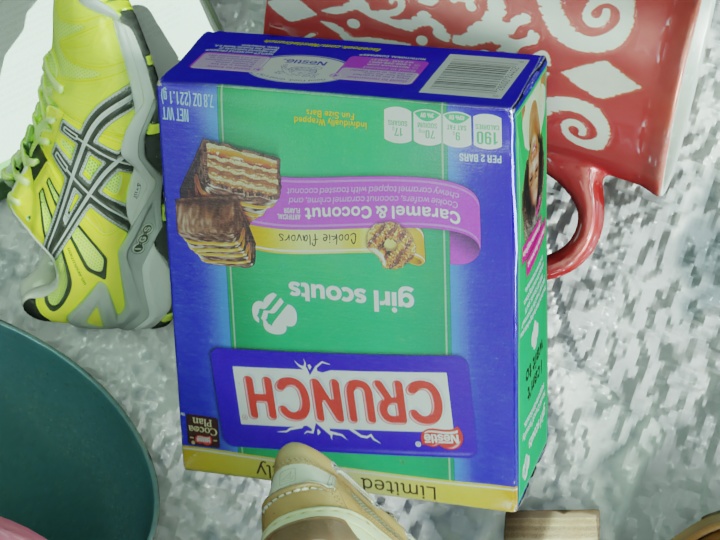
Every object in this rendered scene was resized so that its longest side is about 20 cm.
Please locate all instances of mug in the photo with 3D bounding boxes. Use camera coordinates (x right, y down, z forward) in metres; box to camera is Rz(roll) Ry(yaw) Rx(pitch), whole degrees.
[{"bbox_3d":[0.057,-0.105,1.284,0.199,0.134,0.178,15,63,9],"label":"mug"}]

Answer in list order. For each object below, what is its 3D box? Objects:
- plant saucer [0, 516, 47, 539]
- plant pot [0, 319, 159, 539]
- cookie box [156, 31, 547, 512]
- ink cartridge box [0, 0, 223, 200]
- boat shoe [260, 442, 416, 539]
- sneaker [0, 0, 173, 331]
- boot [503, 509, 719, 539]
[{"bbox_3d":[-0.179,0.170,1.153,0.200,0.051,0.201,4,127,5],"label":"plant saucer"},{"bbox_3d":[-0.211,0.130,1.281,0.200,0.200,0.135,32,124,5],"label":"plant pot"},{"bbox_3d":[0.000,0.000,1.258,0.171,0.075,0.201,5,116,17],"label":"cookie box"},{"bbox_3d":[-0.165,-0.155,1.351,0.145,0.048,0.200,-26,83,2],"label":"ink cartridge box"},{"bbox_3d":[0.010,0.146,1.266,0.071,0.200,0.076,-17,50,10],"label":"boat shoe"},{"bbox_3d":[-0.131,-0.055,1.284,0.076,0.075,0.201,-8,119,-10],"label":"sneaker"},{"bbox_3d":[0.160,0.190,1.288,0.199,0.077,0.156,-1,85,6],"label":"boot"}]
